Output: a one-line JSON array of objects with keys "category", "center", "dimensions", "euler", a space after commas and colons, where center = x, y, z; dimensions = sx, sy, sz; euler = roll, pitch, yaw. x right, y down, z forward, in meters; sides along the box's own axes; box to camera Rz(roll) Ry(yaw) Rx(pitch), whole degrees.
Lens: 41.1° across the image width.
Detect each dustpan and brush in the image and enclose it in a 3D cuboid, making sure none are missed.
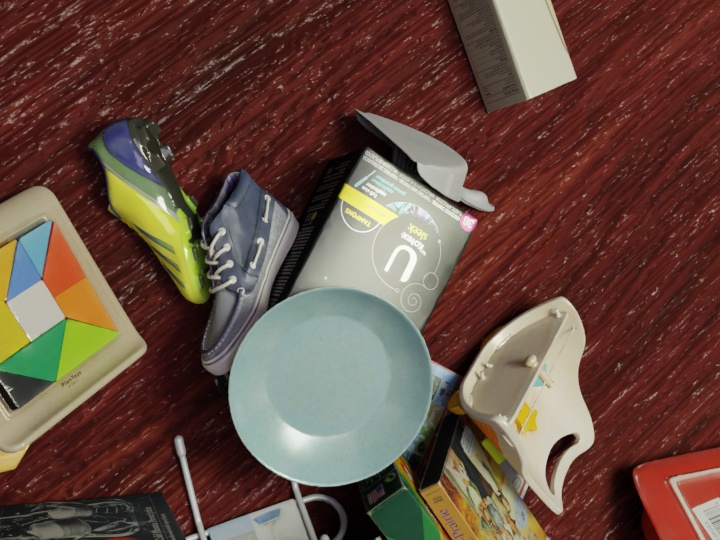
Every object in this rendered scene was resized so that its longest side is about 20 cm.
[{"category": "dustpan and brush", "center": [0.087, -0.106, 1.062], "dimensions": [0.197, 0.140, 0.058], "euler": [10, 115, -37]}]

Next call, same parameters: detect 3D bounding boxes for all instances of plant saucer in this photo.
[{"category": "plant saucer", "center": [-0.029, 0.108, 0.927], "dimensions": [0.196, 0.039, 0.205], "euler": [-3, 106, -9]}]

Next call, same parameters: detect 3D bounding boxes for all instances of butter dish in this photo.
[{"category": "butter dish", "center": [0.426, 0.335, 1.163], "dimensions": [0.195, 0.149, 0.202], "euler": [-6, 50, -19]}]

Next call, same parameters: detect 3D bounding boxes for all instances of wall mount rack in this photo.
[{"category": "wall mount rack", "center": [-0.113, 0.247, 1.008], "dimensions": [0.196, 0.075, 0.176], "euler": [-14, 58, -19]}]

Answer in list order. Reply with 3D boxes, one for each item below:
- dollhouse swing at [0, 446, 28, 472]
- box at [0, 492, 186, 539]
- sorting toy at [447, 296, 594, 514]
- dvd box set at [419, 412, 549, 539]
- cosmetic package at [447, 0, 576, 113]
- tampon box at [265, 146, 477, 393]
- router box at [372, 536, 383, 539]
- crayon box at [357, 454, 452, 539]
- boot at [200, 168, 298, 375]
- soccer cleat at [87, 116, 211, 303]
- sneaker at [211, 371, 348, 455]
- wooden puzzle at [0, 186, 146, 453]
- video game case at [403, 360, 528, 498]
[{"category": "dollhouse swing", "center": [-0.414, 0.126, 0.854], "dimensions": [0.172, 0.182, 0.204], "euler": [-10, 93, 2]}, {"category": "box", "center": [-0.258, 0.286, 0.885], "dimensions": [0.178, 0.199, 0.107], "euler": [-1, 92, -20]}, {"category": "sorting toy", "center": [0.200, 0.169, 1.083], "dimensions": [0.181, 0.106, 0.201], "euler": [54, 48, -17]}, {"category": "dvd box set", "center": [0.140, 0.270, 1.046], "dimensions": [0.029, 0.147, 0.202], "euler": [-28, 102, 26]}, {"category": "cosmetic package", "center": [0.159, -0.291, 1.081], "dimensions": [0.072, 0.103, 0.203], "euler": [-24, 99, -18]}, {"category": "tampon box", "center": [0.000, 0.000, 1.013], "dimensions": [0.148, 0.126, 0.203], "euler": [30, 81, -16]}, {"category": "router box", "center": [0.037, 0.354, 0.952], "dimensions": [0.061, 0.200, 0.151], "euler": [-29, 69, -4]}, {"category": "crayon box", "center": [0.070, 0.283, 1.028], "dimensions": [0.050, 0.127, 0.201], "euler": [-34, 109, 2]}, {"category": "boot", "center": [-0.134, -0.001, 0.967], "dimensions": [0.090, 0.072, 0.203], "euler": [42, 50, -31]}, {"category": "soccer cleat", "center": [-0.211, -0.056, 0.984], "dimensions": [0.082, 0.065, 0.203], "euler": [-19, 105, 15]}, {"category": "sneaker", "center": [-0.085, 0.131, 1.017], "dimensions": [0.077, 0.089, 0.201], "euler": [-41, 83, 7]}, {"category": "wooden puzzle", "center": [-0.315, 0.039, 0.911], "dimensions": [0.185, 0.037, 0.202], "euler": [-41, 103, -43]}, {"category": "video game case", "center": [0.116, 0.203, 1.112], "dimensions": [0.198, 0.017, 0.145], "euler": [29, 81, -17]}]
